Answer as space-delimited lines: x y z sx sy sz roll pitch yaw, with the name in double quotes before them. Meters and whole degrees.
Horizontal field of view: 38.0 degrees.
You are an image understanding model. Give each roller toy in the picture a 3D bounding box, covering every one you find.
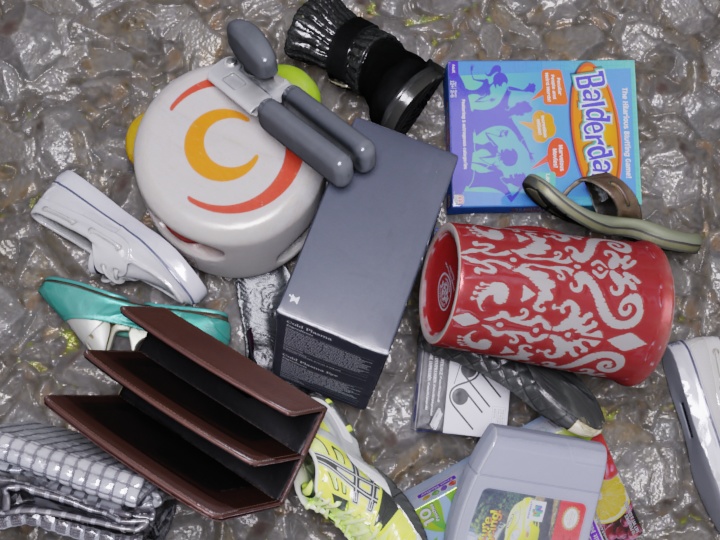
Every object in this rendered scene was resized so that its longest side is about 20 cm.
"roller toy" -0.125 -0.092 1.018 0.197 0.140 0.185 -11 73 -6

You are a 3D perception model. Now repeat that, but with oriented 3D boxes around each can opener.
"can opener" -0.066 -0.146 0.912 0.052 0.067 0.200 -33 59 -23

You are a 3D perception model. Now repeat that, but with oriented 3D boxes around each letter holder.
"letter holder" -0.154 0.118 0.908 0.198 0.142 0.102 28 96 21

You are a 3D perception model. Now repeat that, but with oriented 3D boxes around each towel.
"towel" -0.254 0.201 0.949 0.163 0.200 0.087 16 84 1

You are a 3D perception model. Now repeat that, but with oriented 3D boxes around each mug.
"mug" 0.156 0.025 0.960 0.197 0.177 0.136 8 93 -15

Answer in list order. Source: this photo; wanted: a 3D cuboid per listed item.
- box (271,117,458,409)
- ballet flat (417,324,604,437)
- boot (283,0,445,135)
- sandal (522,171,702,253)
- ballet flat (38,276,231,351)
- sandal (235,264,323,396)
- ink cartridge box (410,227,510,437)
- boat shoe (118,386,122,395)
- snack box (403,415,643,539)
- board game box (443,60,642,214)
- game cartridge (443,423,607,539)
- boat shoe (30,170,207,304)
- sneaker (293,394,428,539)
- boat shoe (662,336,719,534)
"box" 0.000 0.000 0.967 0.103 0.183 0.202 20 68 3
"ballet flat" 0.144 0.097 0.995 0.199 0.066 0.057 34 120 16
"boot" -0.003 -0.202 1.011 0.157 0.211 0.080 34 104 -3
"sandal" 0.247 -0.064 1.025 0.198 0.080 0.058 15 97 -18
"ballet flat" -0.228 0.059 1.030 0.197 0.067 0.071 12 72 -2
"sandal" -0.086 0.085 1.045 0.074 0.048 0.203 -15 85 -3
"ink cartridge box" 0.107 0.064 1.057 0.092 0.044 0.203 6 83 -3
"boat shoe" -0.150 0.157 1.014 0.197 0.063 0.074 20 105 6
"snack box" 0.159 0.237 1.017 0.198 0.053 0.144 -27 102 -5
"board game box" 0.187 -0.138 1.083 0.197 0.045 0.155 -2 83 -4
"game cartridge" 0.145 0.248 0.972 0.131 0.041 0.203 10 98 -8
"boat shoe" -0.240 -0.018 1.033 0.199 0.074 0.066 35 70 18
"sneaker" -0.016 0.214 0.973 0.200 0.076 0.076 49 41 14
"boat shoe" 0.363 0.164 1.046 0.069 0.071 0.203 -14 78 -1
